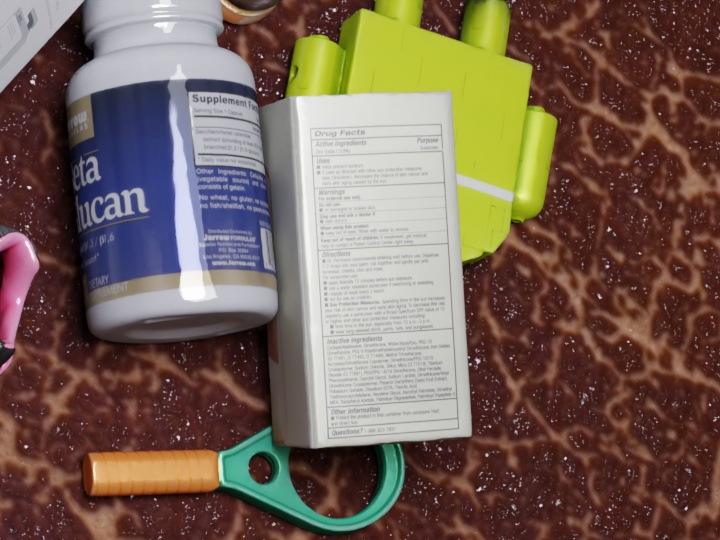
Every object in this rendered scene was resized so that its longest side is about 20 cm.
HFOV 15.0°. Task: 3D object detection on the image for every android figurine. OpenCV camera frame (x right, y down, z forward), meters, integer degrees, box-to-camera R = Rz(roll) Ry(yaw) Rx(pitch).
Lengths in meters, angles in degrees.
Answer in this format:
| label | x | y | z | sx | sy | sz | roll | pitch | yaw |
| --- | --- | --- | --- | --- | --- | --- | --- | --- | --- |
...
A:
| label | x | y | z | sx | sy | sz | roll | pitch | yaw |
| --- | --- | --- | --- | --- | --- | --- | --- | --- | --- |
| android figurine | 0.038 | -0.081 | 1.684 | 0.181 | 0.041 | 0.201 | 15 | 72 | -22 |

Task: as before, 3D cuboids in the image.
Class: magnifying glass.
| label | x | y | z | sx | sy | sz | roll | pitch | yaw |
| --- | --- | --- | --- | --- | --- | --- | --- | --- | --- |
| magnifying glass | -0.066 | 0.116 | 1.605 | 0.199 | 0.022 | 0.080 | 0 | 79 | -24 |

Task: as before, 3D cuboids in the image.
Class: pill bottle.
| label | x | y | z | sx | sy | sz | roll | pitch | yaw |
| --- | --- | --- | --- | --- | --- | --- | --- | --- | --- |
| pill bottle | -0.111 | -0.065 | 1.572 | 0.111 | 0.111 | 0.201 | -2 | 79 | -25 |

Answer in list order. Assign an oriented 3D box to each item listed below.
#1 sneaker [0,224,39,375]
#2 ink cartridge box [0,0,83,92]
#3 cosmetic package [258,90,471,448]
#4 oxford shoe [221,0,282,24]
| label | x | y | z | sx | sy | sz | roll | pitch | yaw |
| --- | --- | --- | --- | --- | --- | --- | --- | --- | --- |
| sneaker | -0.230 | 0.059 | 1.495 | 0.079 | 0.095 | 0.201 | 31 | 68 | -36 |
| ink cartridge box | -0.258 | -0.152 | 1.509 | 0.146 | 0.083 | 0.200 | 30 | 65 | 19 |
| cosmetic package | 0.000 | 0.000 | 1.583 | 0.103 | 0.087 | 0.201 | -2 | 89 | -18 |
| oxford shoe | -0.099 | -0.246 | 1.639 | 0.071 | 0.073 | 0.200 | -38 | 95 | -26 |
